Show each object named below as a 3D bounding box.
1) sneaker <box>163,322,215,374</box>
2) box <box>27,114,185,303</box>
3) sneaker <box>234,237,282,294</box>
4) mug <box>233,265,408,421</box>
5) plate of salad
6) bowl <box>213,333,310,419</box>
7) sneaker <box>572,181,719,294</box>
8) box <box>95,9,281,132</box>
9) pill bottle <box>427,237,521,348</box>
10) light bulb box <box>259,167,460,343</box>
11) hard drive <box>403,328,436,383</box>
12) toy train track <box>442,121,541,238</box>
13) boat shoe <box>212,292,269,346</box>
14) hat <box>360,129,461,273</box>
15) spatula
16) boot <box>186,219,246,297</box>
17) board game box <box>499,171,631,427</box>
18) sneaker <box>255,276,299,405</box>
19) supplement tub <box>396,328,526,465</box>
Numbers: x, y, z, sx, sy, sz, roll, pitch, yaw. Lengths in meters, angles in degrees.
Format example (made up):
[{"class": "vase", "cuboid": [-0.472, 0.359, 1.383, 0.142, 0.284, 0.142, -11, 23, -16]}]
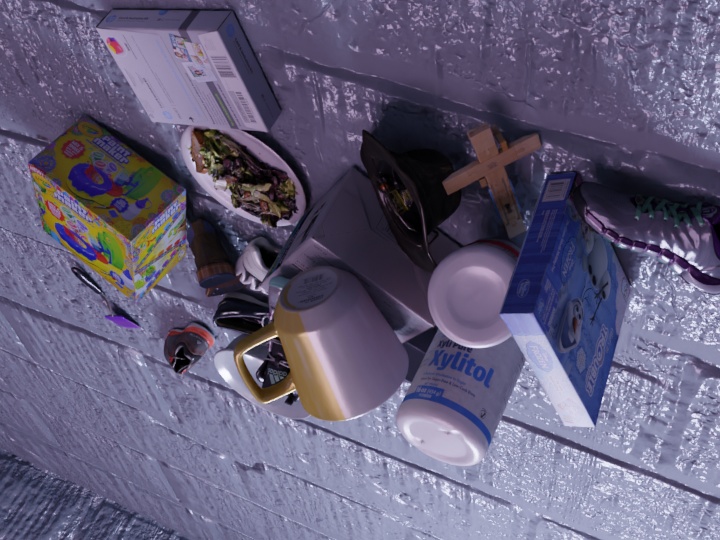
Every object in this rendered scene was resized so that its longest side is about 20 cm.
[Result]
[{"class": "sneaker", "cuboid": [-0.352, 0.163, 1.908, 0.077, 0.082, 0.200, 36, 149, -11]}, {"class": "box", "cuboid": [-0.377, -0.090, 1.486, 0.199, 0.122, 0.193, 36, 151, 11]}, {"class": "sneaker", "cuboid": [-0.097, 0.021, 1.492, 0.199, 0.075, 0.081, 31, 141, -2]}, {"class": "mug", "cuboid": [-0.046, 0.090, 1.200, 0.149, 0.186, 0.154, 22, 145, 47]}, {"class": "plate of salad", "cuboid": [-0.167, -0.124, 1.354, 0.198, 0.048, 0.201, 22, 148, 14]}, {"class": "bowl", "cuboid": [-0.152, 0.168, 1.734, 0.200, 0.091, 0.202, 22, 150, 14]}, {"class": "sneaker", "cuboid": [0.323, -0.056, 1.024, 0.199, 0.075, 0.088, 26, 134, -9]}, {"class": "box", "cuboid": [-0.212, -0.247, 1.216, 0.198, 0.041, 0.156, 8, 143, 31]}, {"class": "pill bottle", "cuboid": [0.149, 0.020, 1.146, 0.111, 0.113, 0.200, 23, -170, 12]}, {"class": "light bulb box", "cuboid": [0.000, 0.000, 1.314, 0.198, 0.125, 0.200, 36, 151, -11]}, {"class": "hard drive", "cuboid": [0.076, 0.123, 1.514, 0.199, 0.043, 0.135, 30, 150, 0]}, {"class": "toy train track", "cuboid": [0.152, -0.104, 1.103, 0.114, 0.033, 0.200, -26, 143, 5]}, {"class": "boat shoe", "cuboid": [-0.151, 0.089, 1.637, 0.198, 0.062, 0.075, 17, 142, 12]}, {"class": "hat", "cuboid": [0.071, -0.091, 1.134, 0.202, 0.080, 0.201, 63, 172, 15]}, {"class": "spatula", "cuboid": [-0.513, 0.059, 1.954, 0.056, 0.021, 0.201, -1, 137, 33]}, {"class": "boot", "cuboid": [-0.229, -0.017, 1.567, 0.200, 0.074, 0.098, 97, 156, -80]}, {"class": "board game box", "cuboid": [0.233, 0.033, 1.084, 0.043, 0.201, 0.200, -3, 138, 35]}, {"class": "sneaker", "cuboid": [-0.100, 0.111, 1.302, 0.077, 0.141, 0.201, 15, 148, 27]}, {"class": "supplement tub", "cuboid": [0.143, 0.150, 1.338, 0.131, 0.201, 0.132, 21, 149, 13]}]
